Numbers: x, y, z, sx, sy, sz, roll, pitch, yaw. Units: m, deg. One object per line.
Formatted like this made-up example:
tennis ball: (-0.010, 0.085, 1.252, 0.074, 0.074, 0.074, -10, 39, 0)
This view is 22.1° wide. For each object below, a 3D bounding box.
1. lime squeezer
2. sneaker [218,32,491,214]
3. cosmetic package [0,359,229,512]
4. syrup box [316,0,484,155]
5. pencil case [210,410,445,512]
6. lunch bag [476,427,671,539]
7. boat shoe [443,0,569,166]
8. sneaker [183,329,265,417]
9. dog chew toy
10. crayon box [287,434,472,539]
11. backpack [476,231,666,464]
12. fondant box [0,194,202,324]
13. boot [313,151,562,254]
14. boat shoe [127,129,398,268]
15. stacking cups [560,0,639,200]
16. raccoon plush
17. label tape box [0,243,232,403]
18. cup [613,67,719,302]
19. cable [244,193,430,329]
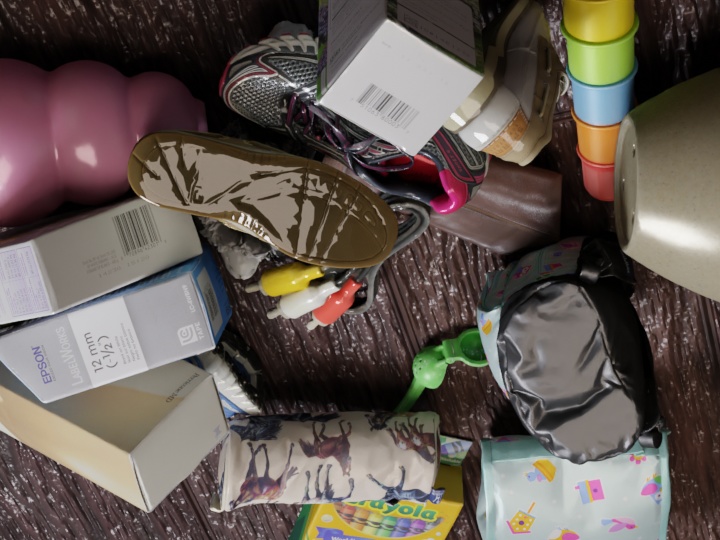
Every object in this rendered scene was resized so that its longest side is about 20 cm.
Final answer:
lime squeezer: (0.092, 0.082, 1.572, 0.200, 0.038, 0.071, -28, 126, 22)
sneaker: (-0.005, -0.104, 1.291, 0.199, 0.075, 0.081, 18, 138, 5)
cosmetic package: (-0.215, 0.102, 1.480, 0.199, 0.105, 0.071, 21, 141, 32)
syrup box: (0.025, -0.178, 1.231, 0.079, 0.200, 0.081, 28, 124, -22)
pencil case: (-0.029, 0.167, 1.580, 0.199, 0.078, 0.090, -1, 108, -11)
lunch bag: (0.187, 0.205, 1.628, 0.170, 0.122, 0.200, -2, 137, 3)
boat shoe: (0.104, -0.130, 1.270, 0.068, 0.200, 0.075, 40, 122, -9)
sneaker: (-0.160, 0.065, 1.529, 0.089, 0.079, 0.200, -23, 128, 16)
dog chew toy: (-0.213, -0.100, 1.360, 0.199, 0.125, 0.125, -7, 132, -5)
crayon box: (0.013, 0.227, 1.692, 0.125, 0.052, 0.200, 13, 130, -12)
backpack: (0.161, 0.047, 1.438, 0.126, 0.200, 0.168, -14, 106, 11)
fondant box: (-0.236, -0.005, 1.372, 0.200, 0.144, 0.058, -12, 99, 46)
boot: (0.082, -0.093, 1.397, 0.199, 0.064, 0.187, 20, 142, -13)
boat shoe: (-0.069, -0.059, 1.316, 0.199, 0.066, 0.074, 21, 102, -14)
stacking cups: (0.177, -0.139, 1.369, 0.060, 0.061, 0.200, -5, 136, 4)
raccoon plush: (-0.066, -0.087, 1.416, 0.097, 0.134, 0.201, 27, 95, -4)
label tape box: (-0.203, 0.047, 1.385, 0.199, 0.143, 0.066, -20, 98, 4)
cup: (0.261, -0.063, 1.332, 0.143, 0.201, 0.201, 1, 132, -1)
cable: (0.000, 0.000, 1.461, 0.097, 0.050, 0.200, 29, 146, -27)
